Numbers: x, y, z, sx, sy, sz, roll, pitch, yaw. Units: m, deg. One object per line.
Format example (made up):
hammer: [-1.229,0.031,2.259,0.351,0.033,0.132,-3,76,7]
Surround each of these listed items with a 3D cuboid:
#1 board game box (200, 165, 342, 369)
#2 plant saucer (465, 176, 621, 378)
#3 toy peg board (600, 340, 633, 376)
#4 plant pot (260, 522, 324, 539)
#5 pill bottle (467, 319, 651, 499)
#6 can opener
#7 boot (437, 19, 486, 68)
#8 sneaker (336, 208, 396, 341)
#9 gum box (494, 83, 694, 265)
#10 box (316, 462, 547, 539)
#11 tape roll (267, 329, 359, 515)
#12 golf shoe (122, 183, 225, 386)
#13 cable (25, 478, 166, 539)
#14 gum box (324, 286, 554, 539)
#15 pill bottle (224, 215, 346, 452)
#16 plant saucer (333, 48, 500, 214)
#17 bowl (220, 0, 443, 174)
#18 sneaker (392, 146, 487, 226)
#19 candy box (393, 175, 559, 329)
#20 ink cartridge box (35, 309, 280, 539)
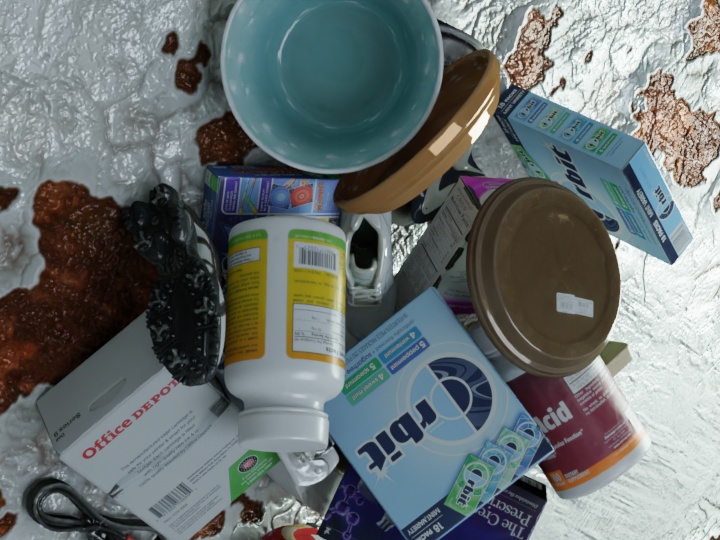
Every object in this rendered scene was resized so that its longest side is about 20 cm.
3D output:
board game box: [-0.095,-0.002,1.545,0.134,0.034,0.202,0,112,-27]
plant saucer: [0.187,0.004,1.552,0.199,0.029,0.202,9,75,-36]
toy peg board: [0.160,0.107,1.766,0.200,0.199,0.098,-38,110,-21]
plant pot: [-0.045,0.380,1.699,0.199,0.200,0.184,7,99,-44]
pill bottle: [0.200,0.122,1.621,0.114,0.114,0.201,-34,92,-25]
can opener: [-0.087,0.118,1.522,0.052,0.066,0.201,-31,99,-20]
boot: [0.024,-0.175,1.569,0.199,0.069,0.175,16,100,-35]
sneaker: [0.000,0.000,1.582,0.070,0.081,0.201,-2,127,2]
gum box: [0.250,-0.105,1.710,0.045,0.200,0.170,-49,135,-11]
box: [0.074,0.248,1.634,0.079,0.199,0.142,-40,155,-82]
tape roll: [-0.013,0.160,1.701,0.201,0.071,0.204,-20,123,-33]
golf shoe: [-0.148,0.018,1.429,0.077,0.201,0.094,-24,151,17]
cable: [-0.246,0.262,1.553,0.097,0.050,0.201,-44,135,-18]
gum box: [0.064,0.147,1.561,0.169,0.201,0.045,-37,174,3]
pill bottle: [-0.069,0.060,1.445,0.111,0.111,0.202,16,69,-46]
plant saucer: [0.058,-0.121,1.454,0.037,0.200,0.200,44,78,-15]
bowl: [-0.023,-0.191,1.450,0.105,0.200,0.202,-63,176,-84]
sneaker: [0.075,-0.069,1.658,0.129,0.079,0.200,-39,133,-18]
candy box: [0.119,-0.006,1.644,0.136,0.061,0.200,1,137,-37]
ink cartridge box: [-0.187,0.151,1.504,0.146,0.084,0.200,-39,135,2]
